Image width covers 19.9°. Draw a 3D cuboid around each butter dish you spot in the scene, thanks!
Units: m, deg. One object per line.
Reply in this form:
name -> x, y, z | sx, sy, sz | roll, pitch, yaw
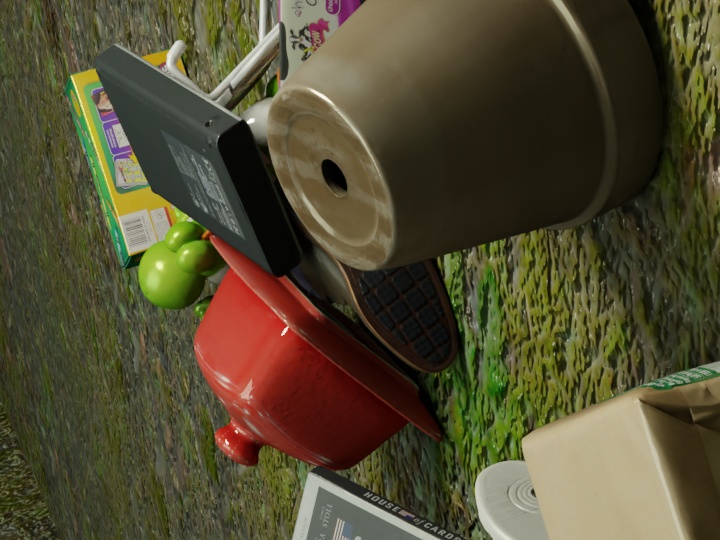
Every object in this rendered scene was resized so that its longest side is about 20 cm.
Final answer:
butter dish -> -0.063, 0.096, 1.692 | 0.200, 0.148, 0.199 | 38, -176, -33

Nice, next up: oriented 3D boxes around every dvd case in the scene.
dvd case -> 0.027, 0.263, 1.635 | 0.199, 0.025, 0.152 | 24, 112, 25

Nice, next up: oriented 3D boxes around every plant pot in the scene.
plant pot -> 0.047, -0.088, 1.196 | 0.200, 0.173, 0.201 | 39, 146, 32

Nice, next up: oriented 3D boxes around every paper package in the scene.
paper package -> 0.190, 0.158, 1.172 | 0.200, 0.103, 0.192 | 142, 110, -71

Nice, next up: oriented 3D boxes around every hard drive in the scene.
hard drive -> -0.130, -0.088, 1.612 | 0.200, 0.033, 0.140 | 33, 153, 48

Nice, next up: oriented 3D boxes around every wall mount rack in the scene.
wall mount rack -> -0.096, -0.196, 1.672 | 0.074, 0.174, 0.200 | 42, 163, -4

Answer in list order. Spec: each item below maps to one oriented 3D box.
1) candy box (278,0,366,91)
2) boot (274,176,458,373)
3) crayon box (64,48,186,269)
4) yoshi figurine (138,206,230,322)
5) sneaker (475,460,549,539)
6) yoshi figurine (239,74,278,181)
candy box -> -0.012, -0.211, 1.353 | 0.201, 0.060, 0.138 | -75, -12, -57
boot -> 0.000, 0.000, 1.611 | 0.201, 0.074, 0.097 | 53, 163, 1
crayon box -> -0.215, -0.116, 2.100 | 0.058, 0.118, 0.202 | 138, 115, -70
yoshi figurine -> -0.131, -0.008, 1.823 | 0.112, 0.200, 0.113 | 21, 97, 24
sneaker -> 0.138, 0.226, 1.427 | 0.200, 0.072, 0.113 | -134, 34, -52
yoshi figurine -> -0.050, -0.106, 1.686 | 0.112, 0.113, 0.200 | 38, 148, -9
